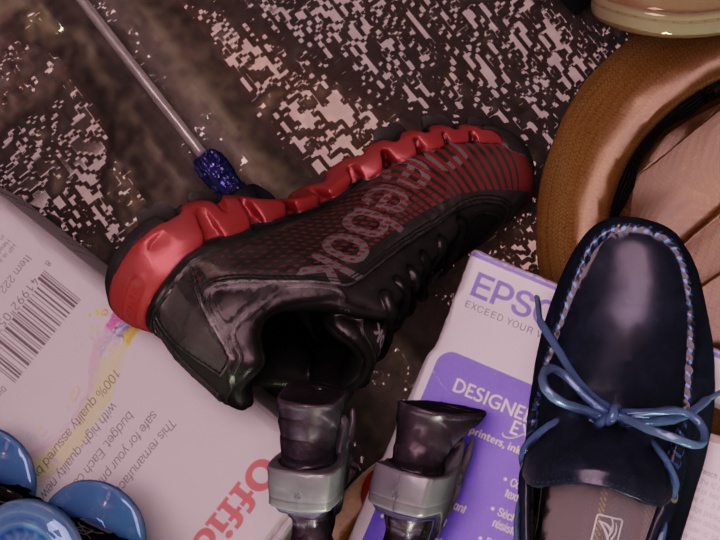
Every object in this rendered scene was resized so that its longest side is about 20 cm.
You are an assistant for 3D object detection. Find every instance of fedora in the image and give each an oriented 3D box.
[{"bbox_3d":[0.171,-0.020,1.024,0.200,0.082,0.201,-1,84,8],"label":"fedora"}]

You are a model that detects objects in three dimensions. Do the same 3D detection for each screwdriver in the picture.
[{"bbox_3d":[-0.080,-0.063,1.086,0.028,0.029,0.200,-38,86,2],"label":"screwdriver"}]

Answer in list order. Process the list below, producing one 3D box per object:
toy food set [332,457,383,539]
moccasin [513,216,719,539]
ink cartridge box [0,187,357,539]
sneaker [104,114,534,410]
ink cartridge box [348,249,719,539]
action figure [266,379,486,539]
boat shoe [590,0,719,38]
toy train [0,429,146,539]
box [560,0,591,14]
[{"bbox_3d":[0.064,0.162,1.036,0.200,0.049,0.198,27,88,9],"label":"toy food set"},{"bbox_3d":[0.097,0.079,0.930,0.080,0.068,0.200,4,88,11],"label":"moccasin"},{"bbox_3d":[-0.123,0.080,1.051,0.200,0.085,0.145,38,90,12],"label":"ink cartridge box"},{"bbox_3d":[0.000,0.000,1.014,0.200,0.071,0.098,-21,58,-30],"label":"sneaker"},{"bbox_3d":[0.098,0.119,0.984,0.198,0.043,0.200,23,93,11],"label":"ink cartridge box"},{"bbox_3d":[-0.005,0.146,0.949,0.130,0.069,0.200,11,93,10],"label":"action figure"},{"bbox_3d":[0.164,-0.153,0.998,0.071,0.065,0.200,23,42,37],"label":"boat shoe"},{"bbox_3d":[-0.172,0.118,0.971,0.200,0.087,0.114,23,100,16],"label":"toy train"},{"bbox_3d":[0.071,-0.232,1.045,0.132,0.115,0.200,-41,81,0],"label":"box"}]
